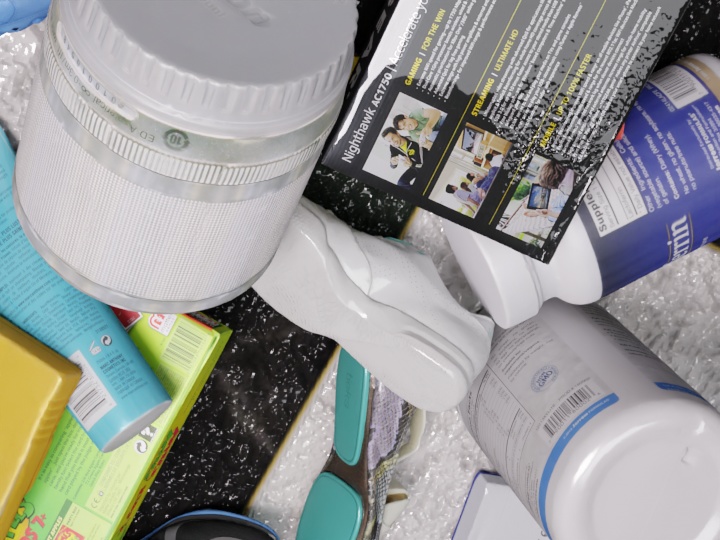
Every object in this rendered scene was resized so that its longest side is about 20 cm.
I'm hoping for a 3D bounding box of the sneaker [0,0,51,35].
[{"bbox_3d":[-0.180,-0.172,0.861,0.199,0.066,0.079,-5,125,-16],"label":"sneaker"}]

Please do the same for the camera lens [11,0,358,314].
[{"bbox_3d":[-0.099,-0.085,0.830,0.159,0.161,0.200,5,143,-19],"label":"camera lens"}]

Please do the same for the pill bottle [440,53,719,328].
[{"bbox_3d":[0.159,-0.048,0.985,0.199,0.116,0.116,-26,117,-5],"label":"pill bottle"}]

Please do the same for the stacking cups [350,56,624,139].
[{"bbox_3d":[0.060,-0.105,0.930,0.199,0.061,0.061,0,112,1],"label":"stacking cups"}]

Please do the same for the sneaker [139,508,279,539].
[{"bbox_3d":[-0.147,0.214,1.011,0.198,0.083,0.071,-9,114,-14],"label":"sneaker"}]

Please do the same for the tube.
[{"bbox_3d":[-0.188,0.012,0.896,0.077,0.050,0.200,-36,83,-3],"label":"tube"}]

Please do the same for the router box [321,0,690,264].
[{"bbox_3d":[0.084,-0.123,0.860,0.149,0.051,0.201,23,109,-10],"label":"router box"}]

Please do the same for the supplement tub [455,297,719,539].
[{"bbox_3d":[0.149,0.103,0.995,0.131,0.200,0.133,-6,113,-14],"label":"supplement tub"}]

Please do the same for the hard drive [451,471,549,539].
[{"bbox_3d":[0.157,0.227,1.145,0.199,0.025,0.133,12,107,-21],"label":"hard drive"}]

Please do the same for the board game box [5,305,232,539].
[{"bbox_3d":[-0.172,0.101,0.940,0.101,0.048,0.201,28,92,5],"label":"board game box"}]

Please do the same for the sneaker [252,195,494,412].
[{"bbox_3d":[0.000,0.000,0.979,0.200,0.089,0.075,41,140,-3],"label":"sneaker"}]

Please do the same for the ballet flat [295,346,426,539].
[{"bbox_3d":[0.007,0.137,1.040,0.072,0.072,0.201,6,111,-19],"label":"ballet flat"}]

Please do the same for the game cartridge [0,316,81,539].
[{"bbox_3d":[-0.273,0.102,0.900,0.176,0.032,0.201,31,102,16],"label":"game cartridge"}]
